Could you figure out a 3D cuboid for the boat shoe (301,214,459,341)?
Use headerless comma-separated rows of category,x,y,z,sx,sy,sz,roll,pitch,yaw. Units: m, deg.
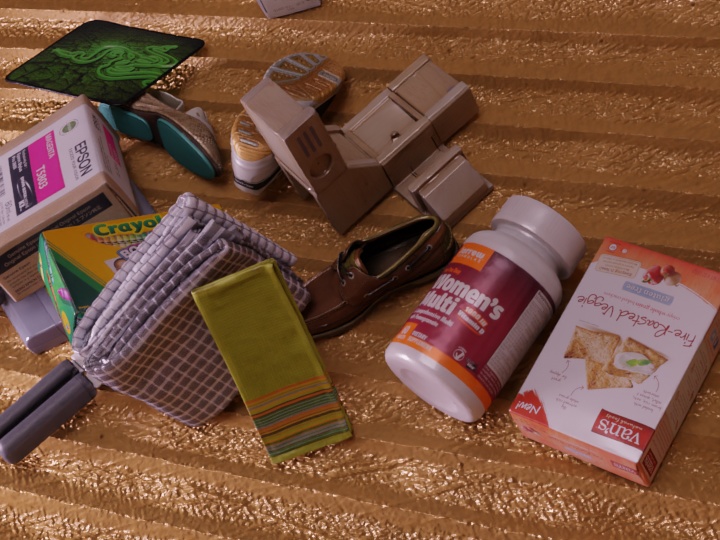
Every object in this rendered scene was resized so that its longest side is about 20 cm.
boat shoe,0.000,0.000,1.552,0.200,0.068,0.072,-30,55,4

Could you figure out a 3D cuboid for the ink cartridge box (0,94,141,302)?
ink cartridge box,-0.338,-0.083,1.697,0.164,0.075,0.200,-32,37,5

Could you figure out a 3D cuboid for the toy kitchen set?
toy kitchen set,0.028,-0.143,1.562,0.200,0.181,0.163,-42,55,-7

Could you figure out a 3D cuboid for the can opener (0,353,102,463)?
can opener,-0.305,0.109,1.600,0.200,0.067,0.053,-42,52,-16

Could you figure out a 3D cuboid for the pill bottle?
pill bottle,0.120,0.034,1.456,0.109,0.110,0.200,27,73,33

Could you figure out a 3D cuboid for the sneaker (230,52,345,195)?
sneaker,-0.086,-0.161,1.689,0.075,0.088,0.200,27,48,15

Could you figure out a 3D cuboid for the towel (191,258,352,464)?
towel,-0.081,0.089,1.457,0.086,0.201,0.018,-23,24,2

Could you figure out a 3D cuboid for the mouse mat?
mouse mat,-0.302,-0.248,1.830,0.199,0.008,0.161,16,43,32

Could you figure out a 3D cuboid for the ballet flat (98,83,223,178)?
ballet flat,-0.212,-0.167,1.751,0.200,0.071,0.065,31,58,30

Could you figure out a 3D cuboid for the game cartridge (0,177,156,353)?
game cartridge,-0.304,-0.005,1.703,0.200,0.040,0.133,-39,57,-4

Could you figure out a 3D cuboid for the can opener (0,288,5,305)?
can opener,-0.474,0.020,1.736,0.199,0.067,0.054,1,70,22

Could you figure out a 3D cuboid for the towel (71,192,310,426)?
towel,-0.158,0.046,1.505,0.200,0.165,0.086,-49,46,7

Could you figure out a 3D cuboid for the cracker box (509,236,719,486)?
cracker box,0.242,0.079,1.409,0.134,0.058,0.200,20,69,32

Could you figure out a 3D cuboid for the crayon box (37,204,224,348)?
crayon box,-0.216,0.004,1.587,0.199,0.058,0.119,-11,48,-26

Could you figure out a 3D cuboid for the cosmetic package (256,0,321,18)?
cosmetic package,-0.096,-0.410,1.830,0.071,0.105,0.201,-12,54,15
